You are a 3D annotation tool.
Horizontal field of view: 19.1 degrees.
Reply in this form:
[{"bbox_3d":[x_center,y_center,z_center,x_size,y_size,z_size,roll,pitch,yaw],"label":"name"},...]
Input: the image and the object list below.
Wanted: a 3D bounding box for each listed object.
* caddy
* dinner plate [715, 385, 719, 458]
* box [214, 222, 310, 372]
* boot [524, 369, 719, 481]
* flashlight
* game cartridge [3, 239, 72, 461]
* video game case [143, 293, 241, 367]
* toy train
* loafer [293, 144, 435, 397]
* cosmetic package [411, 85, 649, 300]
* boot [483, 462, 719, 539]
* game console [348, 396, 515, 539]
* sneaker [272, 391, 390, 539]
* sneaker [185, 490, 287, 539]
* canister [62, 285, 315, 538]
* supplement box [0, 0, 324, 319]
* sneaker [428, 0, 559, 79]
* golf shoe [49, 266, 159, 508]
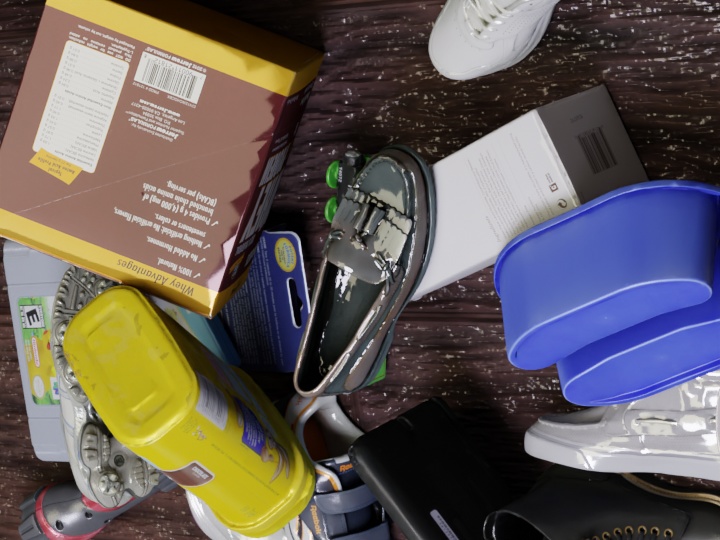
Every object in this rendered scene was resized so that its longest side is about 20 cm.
[{"bbox_3d":[0.185,0.008,1.469,0.200,0.141,0.105,-25,48,33],"label":"caddy"},{"bbox_3d":[0.343,0.105,1.454,0.200,0.024,0.201,2,95,21],"label":"dinner plate"},{"bbox_3d":[-0.112,0.022,1.774,0.200,0.032,0.121,2,105,38],"label":"box"},{"bbox_3d":[0.213,0.095,1.549,0.200,0.074,0.096,2,100,27],"label":"boot"},{"bbox_3d":[-0.223,0.191,1.884,0.068,0.068,0.200,48,131,-9],"label":"flashlight"},{"bbox_3d":[-0.239,0.065,1.816,0.133,0.040,0.201,-4,97,38],"label":"game cartridge"},{"bbox_3d":[-0.198,0.057,1.820,0.200,0.018,0.143,-33,83,40],"label":"video game case"},{"bbox_3d":[0.000,0.000,1.673,0.042,0.056,0.201,17,114,36],"label":"toy train"},{"bbox_3d":[0.000,0.007,1.536,0.072,0.063,0.200,29,120,26],"label":"loafer"},{"bbox_3d":[0.095,-0.050,1.557,0.200,0.108,0.085,-26,88,37],"label":"cosmetic package"},{"bbox_3d":[0.199,0.205,1.541,0.200,0.138,0.078,19,115,30],"label":"boot"},{"bbox_3d":[0.071,0.210,1.610,0.200,0.176,0.116,52,127,12],"label":"game console"},{"bbox_3d":[-0.018,0.192,1.731,0.079,0.078,0.200,-28,85,44],"label":"sneaker"},{"bbox_3d":[-0.078,0.217,1.799,0.099,0.075,0.200,-24,94,24],"label":"sneaker"},{"bbox_3d":[-0.131,0.109,1.639,0.087,0.200,0.149,-39,55,3],"label":"canister"},{"bbox_3d":[-0.159,-0.101,1.641,0.197,0.133,0.200,21,104,3],"label":"supplement box"},{"bbox_3d":[0.104,-0.203,1.506,0.078,0.099,0.200,54,127,10],"label":"sneaker"},{"bbox_3d":[-0.225,0.095,1.743,0.097,0.078,0.201,-11,84,59],"label":"golf shoe"}]
